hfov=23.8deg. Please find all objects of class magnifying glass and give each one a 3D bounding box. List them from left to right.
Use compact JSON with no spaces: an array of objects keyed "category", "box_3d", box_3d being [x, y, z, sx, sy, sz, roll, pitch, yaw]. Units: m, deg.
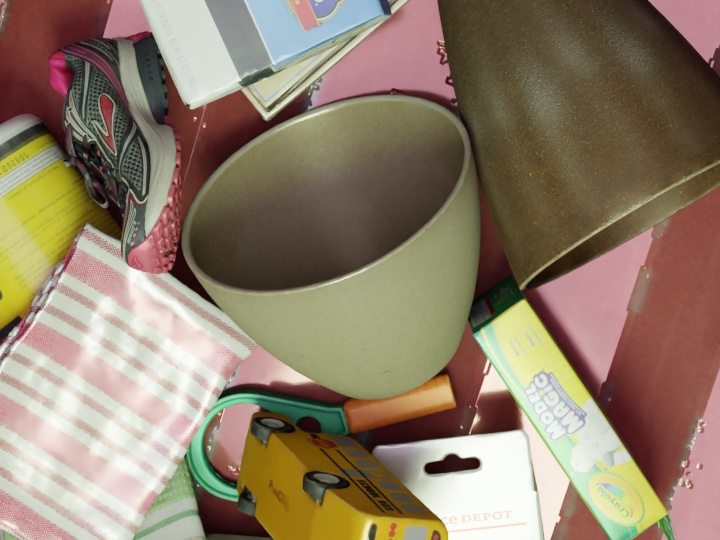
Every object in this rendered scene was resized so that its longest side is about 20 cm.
[{"category":"magnifying glass","box_3d":[-0.030,0.111,1.224,0.198,0.022,0.080,-16,97,4]}]

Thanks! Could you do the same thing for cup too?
[{"category":"cup","box_3d":[0.000,0.000,1.136,0.199,0.201,0.144,-21,125,6]}]

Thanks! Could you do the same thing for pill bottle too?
[{"category":"pill bottle","box_3d":[-0.211,0.002,1.171,0.112,0.112,0.201,-35,94,7]}]

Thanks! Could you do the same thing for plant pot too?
[{"category":"plant pot","box_3d":[0.136,-0.120,1.116,0.186,0.187,0.201,-31,82,7]}]

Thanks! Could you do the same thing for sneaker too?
[{"category":"sneaker","box_3d":[-0.160,-0.075,1.128,0.074,0.201,0.081,-5,137,-14]}]

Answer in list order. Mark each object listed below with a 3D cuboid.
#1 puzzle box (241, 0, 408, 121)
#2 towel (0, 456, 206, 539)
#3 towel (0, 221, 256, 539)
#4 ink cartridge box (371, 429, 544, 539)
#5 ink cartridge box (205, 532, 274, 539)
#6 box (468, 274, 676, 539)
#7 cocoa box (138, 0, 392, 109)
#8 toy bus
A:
[{"category":"puzzle box","box_3d":[-0.031,-0.216,1.175,0.200,0.025,0.133,-40,95,7]},{"category":"towel","box_3d":[-0.179,0.191,1.173,0.148,0.201,0.031,-27,140,7]},{"category":"towel","box_3d":[-0.173,0.089,1.116,0.146,0.030,0.201,34,88,-23]},{"category":"ink cartridge box","box_3d":[0.075,0.208,1.207,0.115,0.068,0.202,-6,98,5]},{"category":"ink cartridge box","box_3d":[-0.067,0.266,1.183,0.198,0.084,0.147,-1,98,26]},{"category":"box","box_3d":[0.145,0.103,1.164,0.048,0.117,0.201,-36,95,5]},{"category":"cocoa box","box_3d":[-0.063,-0.192,1.065,0.130,0.200,0.134,-23,97,6]},{"category":"toy bus","box_3d":[-0.019,0.155,1.128,0.078,0.200,0.066,6,102,-23]}]
